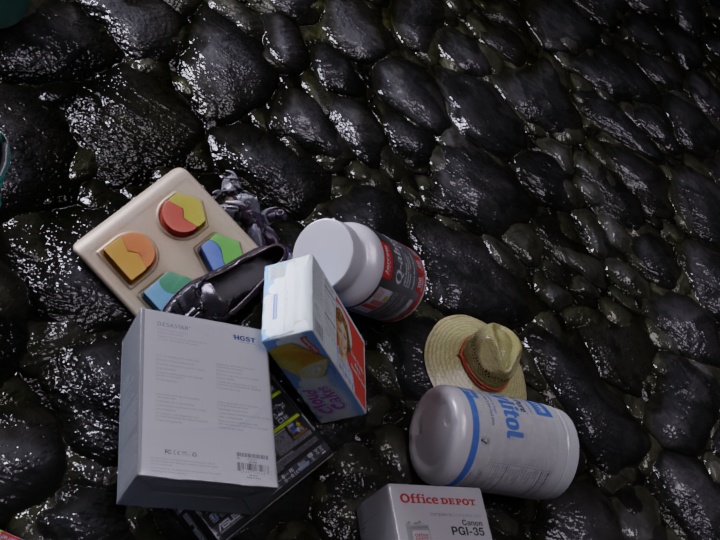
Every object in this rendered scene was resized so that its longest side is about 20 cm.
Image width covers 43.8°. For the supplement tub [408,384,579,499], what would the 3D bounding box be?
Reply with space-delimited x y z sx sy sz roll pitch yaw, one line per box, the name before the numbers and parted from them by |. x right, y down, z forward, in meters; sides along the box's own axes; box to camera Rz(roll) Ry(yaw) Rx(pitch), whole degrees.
supplement tub | 0.177 0.232 1.202 0.199 0.132 0.133 13 49 -26

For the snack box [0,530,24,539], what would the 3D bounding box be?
snack box | -0.292 0.332 0.802 0.199 0.053 0.143 20 44 6

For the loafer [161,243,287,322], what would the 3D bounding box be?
loafer | -0.170 0.026 1.099 0.200 0.063 0.072 -38 89 -27

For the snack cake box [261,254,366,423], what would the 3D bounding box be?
snack cake box | -0.054 0.089 1.118 0.200 0.067 0.116 62 19 -47

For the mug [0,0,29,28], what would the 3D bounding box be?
mug | -0.547 -0.436 1.248 0.184 0.114 0.153 8 51 -31

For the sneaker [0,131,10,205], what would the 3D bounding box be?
sneaker | -0.475 -0.148 1.057 0.083 0.121 0.201 -16 65 -42

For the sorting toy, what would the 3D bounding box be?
sorting toy | -0.234 -0.019 1.145 0.200 0.037 0.185 44 63 6

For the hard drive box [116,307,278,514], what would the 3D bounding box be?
hard drive box | -0.180 0.155 0.985 0.155 0.077 0.201 13 49 -26

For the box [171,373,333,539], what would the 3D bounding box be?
box | -0.150 0.210 1.051 0.160 0.044 0.200 49 43 10

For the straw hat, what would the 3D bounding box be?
straw hat | 0.195 0.128 1.333 0.200 0.085 0.202 20 46 -22

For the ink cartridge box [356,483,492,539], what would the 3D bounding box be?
ink cartridge box | 0.087 0.362 1.064 0.146 0.083 0.201 10 51 -29

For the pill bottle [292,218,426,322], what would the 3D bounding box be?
pill bottle | 0.000 0.000 1.227 0.200 0.116 0.116 22 39 -58

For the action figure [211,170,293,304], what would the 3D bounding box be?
action figure | -0.140 -0.055 1.252 0.201 0.069 0.130 61 27 9
